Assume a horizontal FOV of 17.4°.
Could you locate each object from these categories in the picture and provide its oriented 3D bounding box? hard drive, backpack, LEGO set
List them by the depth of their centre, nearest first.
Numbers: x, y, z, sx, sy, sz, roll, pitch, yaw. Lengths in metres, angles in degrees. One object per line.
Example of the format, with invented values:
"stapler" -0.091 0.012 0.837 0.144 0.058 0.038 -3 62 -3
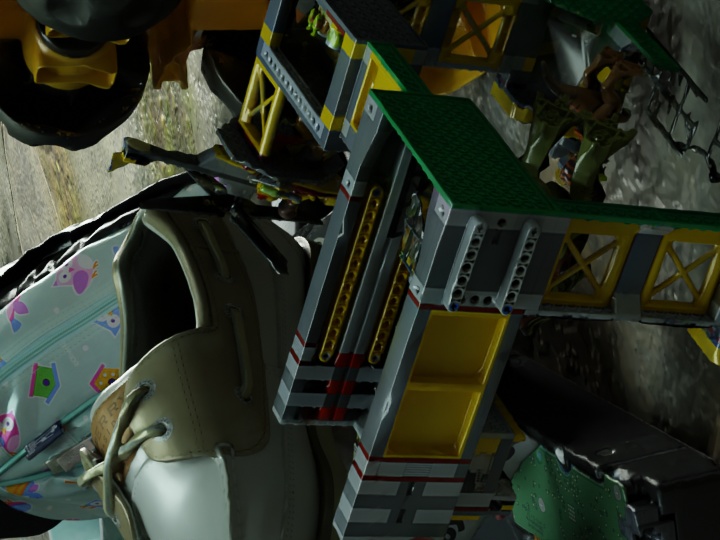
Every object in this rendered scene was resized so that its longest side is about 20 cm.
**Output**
"LEGO set" 0.035 0.000 0.643 0.200 0.154 0.116 49 131 45
"hard drive" 0.073 0.109 0.795 0.200 0.038 0.140 -151 51 -70
"backpack" -0.105 0.039 1.075 0.127 0.200 0.167 59 -165 6

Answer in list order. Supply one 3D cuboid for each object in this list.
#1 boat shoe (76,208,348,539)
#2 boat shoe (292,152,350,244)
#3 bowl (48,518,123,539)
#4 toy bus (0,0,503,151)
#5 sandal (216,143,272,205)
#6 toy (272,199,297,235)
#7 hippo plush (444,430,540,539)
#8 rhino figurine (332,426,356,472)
"boat shoe" -0.046 0.055 0.670 0.075 0.068 0.200 -53 21 30
"boat shoe" 0.000 0.000 0.827 0.200 0.066 0.070 -95 22 -46
"bowl" -0.112 0.090 1.267 0.201 0.105 0.201 173 90 -74
"toy bus" -0.055 -0.148 0.780 0.136 0.200 0.192 133 131 -70
"sandal" -0.059 0.043 0.878 0.082 0.050 0.203 -96 8 -65
"toy" -0.020 -0.026 0.957 0.115 0.047 0.200 112 155 -61
"hippo plush" 0.036 0.171 0.727 0.200 0.159 0.161 -52 58 13
"rhino figurine" 0.001 0.091 0.923 0.200 0.060 0.087 -65 -38 -74
